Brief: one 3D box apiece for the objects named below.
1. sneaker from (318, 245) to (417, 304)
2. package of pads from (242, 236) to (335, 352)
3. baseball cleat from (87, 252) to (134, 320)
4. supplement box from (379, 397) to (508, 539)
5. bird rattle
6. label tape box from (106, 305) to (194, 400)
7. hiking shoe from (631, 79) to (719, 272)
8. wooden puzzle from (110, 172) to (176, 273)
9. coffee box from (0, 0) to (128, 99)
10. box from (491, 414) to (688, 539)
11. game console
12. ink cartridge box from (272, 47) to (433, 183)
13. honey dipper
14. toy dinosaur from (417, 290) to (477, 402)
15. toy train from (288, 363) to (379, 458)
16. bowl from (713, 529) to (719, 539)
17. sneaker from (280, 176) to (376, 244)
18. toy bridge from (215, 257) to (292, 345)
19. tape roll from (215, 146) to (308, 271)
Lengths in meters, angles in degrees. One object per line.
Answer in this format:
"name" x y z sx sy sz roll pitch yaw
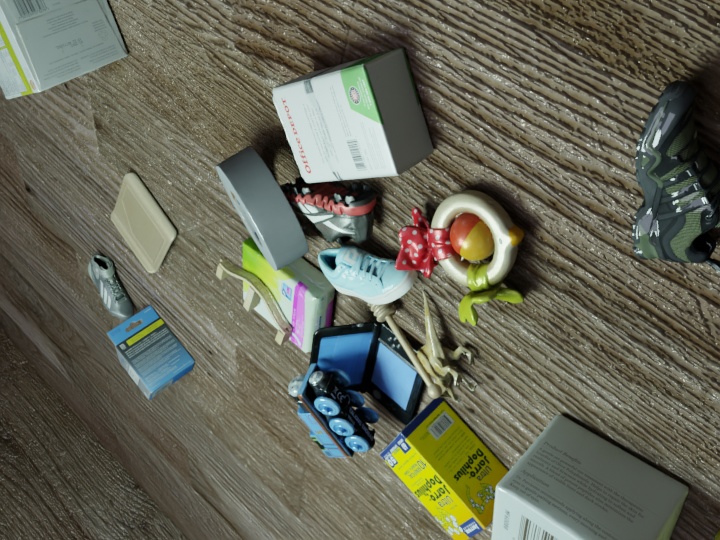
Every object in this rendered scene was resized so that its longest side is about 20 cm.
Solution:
"sneaker" 0.000 0.000 1.137 0.198 0.075 0.082 1 145 49
"package of pads" -0.137 0.042 1.357 0.199 0.068 0.156 37 139 26
"baseball cleat" -0.693 0.045 2.014 0.201 0.069 0.106 51 145 5
"supplement box" 0.147 0.334 1.218 0.200 0.109 0.109 46 144 12
"bird rattle" 0.143 -0.033 0.975 0.201 0.111 0.164 50 135 29
"label tape box" -0.558 0.217 1.930 0.201 0.144 0.063 49 147 9
"hiking shoe" 0.327 -0.091 0.711 0.099 0.076 0.202 15 138 31
"wooden puzzle" -0.507 -0.110 1.706 0.186 0.037 0.200 53 140 4
"coffee box" -0.603 -0.464 1.387 0.196 0.199 0.203 7 124 47
"box" 0.304 0.355 0.997 0.197 0.171 0.203 27 137 34
"game console" 0.010 0.188 1.258 0.175 0.116 0.202 38 142 24
"ink cartridge box" -0.014 -0.206 0.997 0.198 0.084 0.148 4 121 48
"honey dipper" 0.069 0.116 1.154 0.202 0.038 0.038 59 148 23
"toy dinosaur" 0.126 0.139 1.133 0.100 0.058 0.203 17 130 43
"toy train" -0.050 0.247 1.264 0.113 0.087 0.201 -10 130 33
"bowl" 0.502 0.413 0.865 0.199 0.107 0.203 29 137 31
"sneaker" -0.053 -0.092 1.146 0.198 0.071 0.099 17 128 40
"toy bridge" -0.198 0.046 1.350 0.200 0.027 0.068 45 140 17
"tape roll" -0.163 -0.101 1.207 0.202 0.066 0.201 56 170 15
